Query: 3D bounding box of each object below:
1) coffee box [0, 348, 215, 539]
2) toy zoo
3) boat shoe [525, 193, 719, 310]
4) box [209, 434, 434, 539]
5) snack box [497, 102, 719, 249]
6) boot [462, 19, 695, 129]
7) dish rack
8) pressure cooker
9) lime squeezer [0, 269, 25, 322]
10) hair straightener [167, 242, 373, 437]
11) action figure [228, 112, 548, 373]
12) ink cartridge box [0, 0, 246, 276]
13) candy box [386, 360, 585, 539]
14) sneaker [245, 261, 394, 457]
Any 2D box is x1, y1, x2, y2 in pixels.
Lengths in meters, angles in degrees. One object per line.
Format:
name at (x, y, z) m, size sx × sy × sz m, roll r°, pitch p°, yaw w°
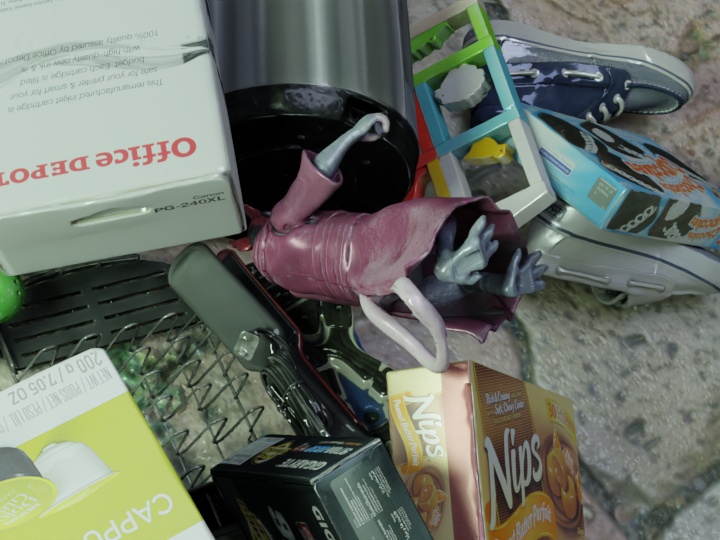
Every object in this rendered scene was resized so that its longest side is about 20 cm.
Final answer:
coffee box at (-0.162, 0.191, 0.767) m, size 0.199 × 0.200 × 0.198 m, roll -27°, pitch 74°, yaw -20°
toy zoo at (0.056, -0.082, 1.154) m, size 0.020 × 0.131 × 0.201 m, roll 33°, pitch 37°, yaw -58°
boat shoe at (0.195, -0.005, 1.218) m, size 0.199 × 0.066 × 0.074 m, roll 17°, pitch 14°, yaw -33°
box at (0.007, 0.183, 0.886) m, size 0.046 × 0.159 × 0.201 m, roll -31°, pitch 99°, yaw -23°
snack box at (0.194, -0.067, 1.205) m, size 0.116 × 0.037 × 0.200 m, roll 43°, pitch 22°, yaw 32°
boot at (0.172, -0.129, 1.291) m, size 0.199 × 0.073 × 0.091 m, roll 8°, pitch 64°, yaw -17°
dish rack at (-0.127, 0.075, 0.989) m, size 0.153 × 0.055 × 0.201 m, roll -14°, pitch 67°, yaw -36°
pressure cooker at (-0.049, -0.137, 1.092) m, size 0.178 × 0.176 × 0.201 m, roll 11°, pitch 59°, yaw -25°
lime squeezer at (-0.240, 0.022, 0.954) m, size 0.070 × 0.038 × 0.200 m, roll 20°, pitch 46°, yaw 22°
hair straightener at (-0.052, 0.061, 0.946) m, size 0.200 × 0.041 × 0.077 m, roll 54°, pitch 17°, yaw 24°
action figure at (0.000, 0.000, 0.961) m, size 0.199 × 0.134 × 0.149 m, roll 7°, pitch 46°, yaw 31°
ink cartridge box at (-0.153, -0.109, 0.943) m, size 0.145 × 0.083 × 0.201 m, roll -11°, pitch 66°, yaw -1°
candy box at (0.080, 0.125, 0.985) m, size 0.200 × 0.055 × 0.116 m, roll 23°, pitch 59°, yaw -63°
sneaker at (-0.026, 0.069, 1.043) m, size 0.078 × 0.089 × 0.200 m, roll -20°, pitch 52°, yaw -16°
